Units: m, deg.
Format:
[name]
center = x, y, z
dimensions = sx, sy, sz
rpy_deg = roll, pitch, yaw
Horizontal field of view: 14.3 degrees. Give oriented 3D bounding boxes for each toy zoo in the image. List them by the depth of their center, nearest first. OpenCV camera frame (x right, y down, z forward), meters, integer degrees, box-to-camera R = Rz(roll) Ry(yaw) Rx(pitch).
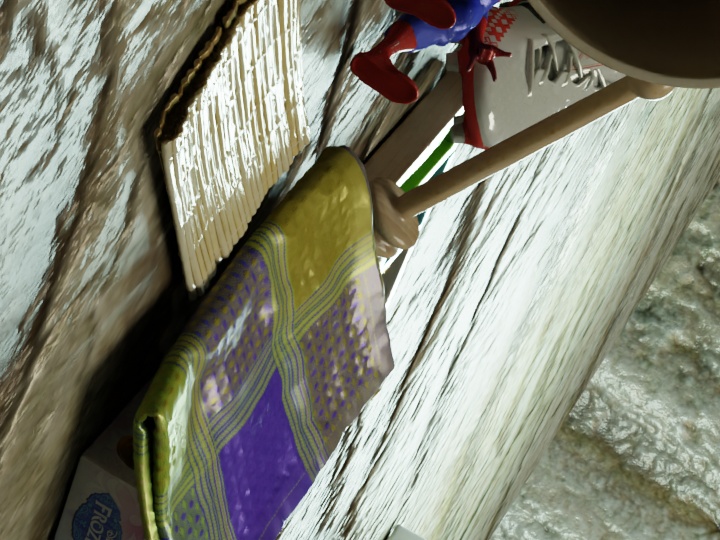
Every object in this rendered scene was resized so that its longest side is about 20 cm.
[toy zoo]
center = 0.000, 0.000, 1.530
dimensions = 0.131, 0.020, 0.200
rpy_deg = -49, 166, -50

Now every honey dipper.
[honey dipper]
center = 0.059, -0.052, 1.327
dimensions = 0.200, 0.038, 0.038
rpy_deg = -29, -174, 27

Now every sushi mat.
[sushi mat]
center = -0.047, -0.055, 1.119
dimensions = 0.096, 0.012, 0.200
rpy_deg = -57, 171, -14

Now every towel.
[towel]
center = -0.039, 0.051, 1.244
dimensions = 0.200, 0.023, 0.144
rpy_deg = -53, 146, -45

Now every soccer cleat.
[soccer cleat]
center = 0.096, -0.106, 1.471
dimensions = 0.200, 0.085, 0.069
rpy_deg = -43, 130, -70

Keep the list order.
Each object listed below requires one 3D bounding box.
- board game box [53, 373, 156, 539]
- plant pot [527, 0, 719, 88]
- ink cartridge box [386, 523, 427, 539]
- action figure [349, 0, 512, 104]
[board game box]
center = -0.085, 0.106, 1.330
dimensions = 0.200, 0.041, 0.200
rpy_deg = -50, 166, -47
[plant pot]
center = 0.142, -0.186, 1.298
dimensions = 0.188, 0.187, 0.200
rpy_deg = -61, -175, 8
[ink cartridge box]
center = 0.034, 0.353, 2.450
dimensions = 0.200, 0.147, 0.145
rpy_deg = -51, 168, -41
[action figure]
center = 0.056, -0.132, 1.343
dimensions = 0.200, 0.052, 0.066
rpy_deg = -49, 163, -60
